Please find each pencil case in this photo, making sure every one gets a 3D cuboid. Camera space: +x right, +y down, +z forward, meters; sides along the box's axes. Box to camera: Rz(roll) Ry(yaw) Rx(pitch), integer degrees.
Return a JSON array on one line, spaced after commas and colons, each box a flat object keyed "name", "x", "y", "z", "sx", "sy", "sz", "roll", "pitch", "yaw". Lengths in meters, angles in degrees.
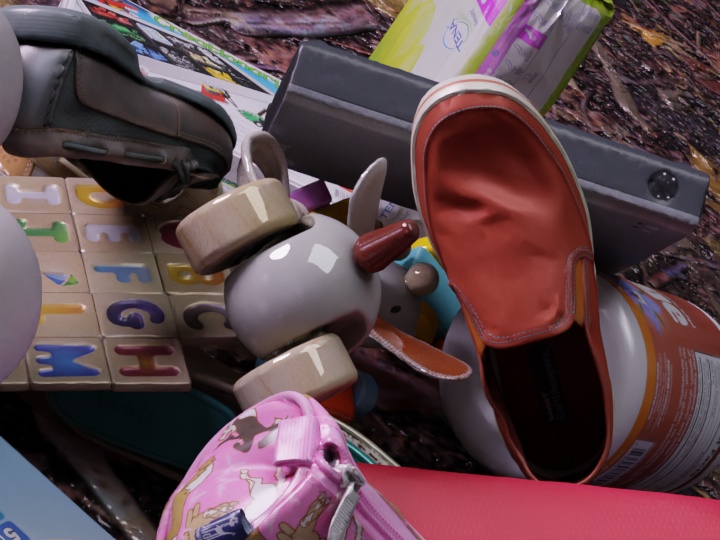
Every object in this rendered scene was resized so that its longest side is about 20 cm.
[{"name": "pencil case", "x": 0.014, "y": 0.138, "z": 0.708, "sx": 0.200, "sy": 0.083, "sz": 0.086, "roll": 48, "pitch": -7, "yaw": -19}]

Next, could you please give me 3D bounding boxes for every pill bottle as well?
[{"name": "pill bottle", "x": 0.134, "y": 0.062, "z": 1.008, "sx": 0.112, "sy": 0.112, "sz": 0.200, "roll": 47, "pitch": 17, "yaw": 28}]

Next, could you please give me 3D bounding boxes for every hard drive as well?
[{"name": "hard drive", "x": 0.052, "y": -0.052, "z": 0.927, "sx": 0.199, "sy": 0.033, "sz": 0.140, "roll": 18, "pitch": -11, "yaw": -6}]

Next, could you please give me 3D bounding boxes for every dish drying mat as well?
[{"name": "dish drying mat", "x": 0.068, "y": 0.120, "z": 0.785, "sx": 0.199, "sy": 0.018, "sz": 0.077, "roll": 7, "pitch": 56, "yaw": -10}]

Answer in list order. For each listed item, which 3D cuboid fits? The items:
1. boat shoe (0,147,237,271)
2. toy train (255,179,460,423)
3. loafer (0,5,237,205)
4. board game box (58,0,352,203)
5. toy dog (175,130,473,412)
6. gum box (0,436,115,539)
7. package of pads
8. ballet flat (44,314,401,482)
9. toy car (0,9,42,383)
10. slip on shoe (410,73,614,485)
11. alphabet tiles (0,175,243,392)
[{"name": "boat shoe", "x": -0.099, "y": -0.034, "z": 0.969, "sx": 0.199, "sy": 0.069, "sz": 0.075, "roll": 11, "pitch": 33, "yaw": -40}, {"name": "toy train", "x": 0.001, "y": 0.039, "z": 0.985, "sx": 0.200, "sy": 0.055, "sz": 0.151, "roll": 19, "pitch": 53, "yaw": -50}, {"name": "loafer", "x": -0.111, "y": -0.057, "z": 0.840, "sx": 0.071, "sy": 0.063, "sz": 0.200, "roll": 2, "pitch": -11, "yaw": 17}, {"name": "board game box", "x": -0.092, "y": -0.093, "z": 1.123, "sx": 0.199, "sy": 0.035, "sz": 0.126, "roll": 27, "pitch": 26, "yaw": -14}, {"name": "toy dog", "x": 0.000, "y": 0.000, "z": 0.827, "sx": 0.132, "sy": 0.096, "sz": 0.200, "roll": 62, "pitch": 17, "yaw": -13}, {"name": "gum box", "x": -0.108, "y": 0.156, "z": 0.642, "sx": 0.200, "sy": 0.045, "sz": 0.170, "roll": 39, "pitch": 24, "yaw": 12}, {"name": "package of pads", "x": 0.066, "y": -0.126, "z": 1.177, "sx": 0.068, "sy": 0.200, "sz": 0.155, "roll": 24, "pitch": 26, "yaw": -21}, {"name": "ballet flat", "x": -0.046, "y": 0.077, "z": 0.844, "sx": 0.199, "sy": 0.070, "sz": 0.070, "roll": 33, "pitch": 25, "yaw": -2}, {"name": "toy car", "x": -0.221, "y": -0.023, "z": 0.704, "sx": 0.174, "sy": 0.150, "sz": 0.201, "roll": 5, "pitch": 65, "yaw": -34}, {"name": "slip on shoe", "x": 0.072, "y": 0.009, "z": 0.847, "sx": 0.061, "sy": 0.074, "sz": 0.201, "roll": -92, "pitch": 167, "yaw": -72}, {"name": "alphabet tiles", "x": -0.152, "y": 0.002, "z": 0.830, "sx": 0.199, "sy": 0.006, "sz": 0.167, "roll": 1, "pitch": 32, "yaw": -17}]
